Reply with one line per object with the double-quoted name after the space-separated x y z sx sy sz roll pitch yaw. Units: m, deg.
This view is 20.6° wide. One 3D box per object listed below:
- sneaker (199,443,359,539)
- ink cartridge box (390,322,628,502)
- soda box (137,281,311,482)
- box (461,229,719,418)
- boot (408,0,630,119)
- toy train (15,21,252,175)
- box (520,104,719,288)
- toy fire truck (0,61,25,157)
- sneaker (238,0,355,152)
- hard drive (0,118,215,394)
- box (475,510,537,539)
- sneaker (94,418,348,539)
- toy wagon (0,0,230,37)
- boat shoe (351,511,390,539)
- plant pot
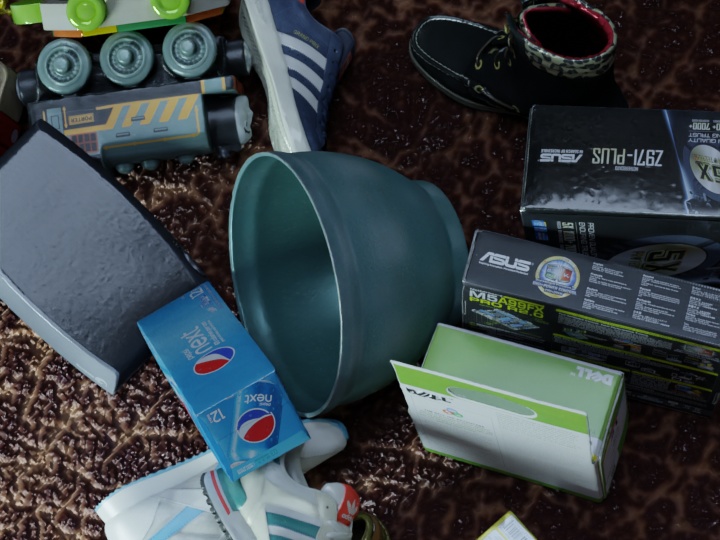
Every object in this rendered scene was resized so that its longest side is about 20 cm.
-0.032 0.199 1.401 0.093 0.070 0.200 -35 59 -1 "sneaker"
0.112 0.087 1.425 0.147 0.200 0.076 15 70 15 "ink cartridge box"
-0.106 0.080 1.479 0.068 0.064 0.200 -29 24 -8 "soda box"
0.174 0.042 1.446 0.199 0.160 0.044 14 69 9 "box"
0.123 -0.178 1.562 0.203 0.154 0.074 28 74 19 "boot"
-0.185 -0.138 1.639 0.199 0.085 0.115 -7 87 3 "toy train"
0.209 -0.035 1.461 0.163 0.200 0.087 3 66 10 "box"
-0.393 -0.102 1.648 0.175 0.129 0.201 14 82 15 "toy fire truck"
-0.038 -0.153 1.628 0.084 0.075 0.201 -11 72 -13 "sneaker"
-0.227 -0.014 1.579 0.200 0.042 0.135 44 79 0 "hard drive"
0.073 0.285 1.433 0.200 0.048 0.117 -39 67 -10 "box"
-0.096 0.172 1.503 0.199 0.077 0.081 -25 81 0 "sneaker"
-0.207 -0.223 1.645 0.199 0.155 0.040 -8 104 2 "toy wagon"
-0.051 0.260 1.453 0.072 0.068 0.200 28 75 19 "boat shoe"
0.000 0.000 1.503 0.134 0.201 0.201 -11 63 -24 "plant pot"
